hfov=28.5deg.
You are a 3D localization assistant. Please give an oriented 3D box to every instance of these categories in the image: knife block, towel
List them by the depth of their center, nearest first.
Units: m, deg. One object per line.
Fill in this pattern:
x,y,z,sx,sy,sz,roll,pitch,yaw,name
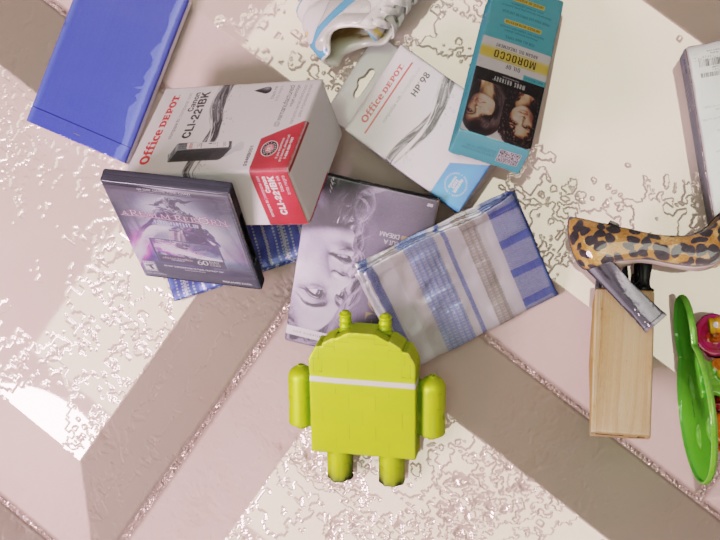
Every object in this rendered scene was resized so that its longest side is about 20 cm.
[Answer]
0.277,0.055,1.499,0.063,0.201,0.178,2,119,8,knife block
0.107,0.013,1.558,0.198,0.024,0.148,-26,114,1,towel
-0.146,-0.062,1.629,0.197,0.024,0.147,-19,86,7,towel

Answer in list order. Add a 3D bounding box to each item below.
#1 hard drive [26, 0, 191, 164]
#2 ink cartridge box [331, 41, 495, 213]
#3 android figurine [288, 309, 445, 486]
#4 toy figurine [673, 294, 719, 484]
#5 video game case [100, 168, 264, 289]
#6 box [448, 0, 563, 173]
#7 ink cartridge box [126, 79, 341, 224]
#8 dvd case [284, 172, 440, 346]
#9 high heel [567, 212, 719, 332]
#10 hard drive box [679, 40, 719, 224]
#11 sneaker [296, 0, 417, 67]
-0.293,-0.243,1.649,0.130,0.025,0.202,22,93,8,hard drive
0.063,-0.167,1.579,0.199,0.067,0.117,35,95,6,ink cartridge box
0.005,0.141,1.568,0.179,0.041,0.203,2,109,12,android figurine
0.438,0.116,1.502,0.181,0.150,0.203,-6,75,0,toy figurine
-0.189,-0.042,1.535,0.141,0.201,0.019,7,62,11,video game case
0.158,-0.210,1.527,0.081,0.049,0.202,17,64,-3,box
-0.138,-0.127,1.544,0.197,0.084,0.145,-1,47,22,ink cartridge box
0.000,0.000,1.581,0.147,0.016,0.203,13,110,8,dvd case
0.318,-0.053,1.466,0.200,0.071,0.143,-42,80,-1,high heel
0.437,-0.150,1.523,0.154,0.077,0.203,-9,88,8,hard drive box
0.028,-0.300,1.573,0.198,0.076,0.082,-29,64,15,sneaker
